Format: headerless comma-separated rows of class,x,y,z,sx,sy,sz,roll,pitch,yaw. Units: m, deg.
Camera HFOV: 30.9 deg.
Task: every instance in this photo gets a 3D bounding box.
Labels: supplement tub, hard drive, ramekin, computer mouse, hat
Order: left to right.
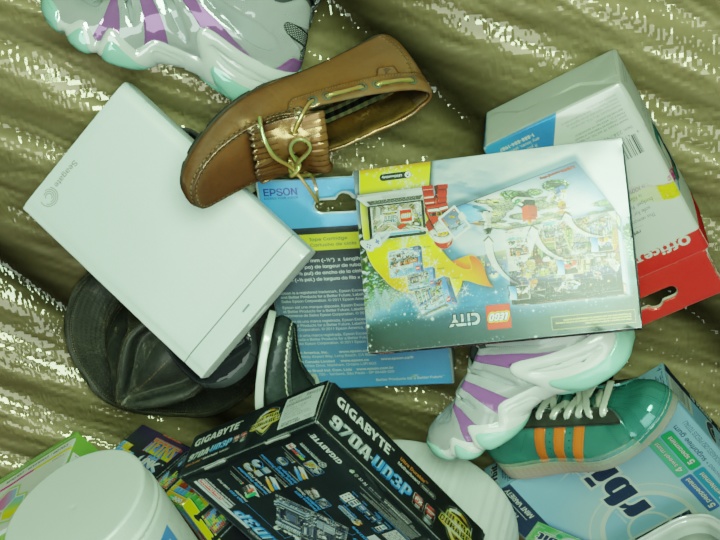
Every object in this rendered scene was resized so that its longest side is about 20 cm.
supplement tub,-0.185,0.261,1.066,0.131,0.132,0.200,-18,123,15
hat,-0.169,0.073,1.121,0.200,0.081,0.201,2,122,4
hard drive,-0.151,-0.032,1.018,0.200,0.027,0.132,42,97,9
computer mouse,-0.126,-0.015,1.050,0.140,0.046,0.200,-39,83,9
ramekin,0.046,0.246,1.170,0.200,0.098,0.201,13,131,15

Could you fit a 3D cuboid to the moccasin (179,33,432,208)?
moccasin,-0.039,-0.100,0.959,0.201,0.078,0.074,-26,149,-20

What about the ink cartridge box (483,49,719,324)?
ink cartridge box,0.193,-0.055,1.018,0.116,0.067,0.200,-24,116,20

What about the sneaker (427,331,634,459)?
sneaker,0.100,0.054,1.029,0.200,0.078,0.140,-37,100,25

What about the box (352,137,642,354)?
box,0.099,-0.015,0.951,0.199,0.038,0.137,-6,85,12

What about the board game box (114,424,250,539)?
board game box,-0.129,0.244,1.179,0.057,0.165,0.200,-41,118,-22

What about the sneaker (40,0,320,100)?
sneaker,-0.124,-0.213,0.956,0.199,0.078,0.140,15,120,-15

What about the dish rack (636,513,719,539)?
dish rack,0.298,0.306,1.202,0.171,0.044,0.200,-36,130,25

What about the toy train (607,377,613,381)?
toy train,0.160,0.035,1.098,0.046,0.034,0.200,-15,120,28

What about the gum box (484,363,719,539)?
gum box,0.241,0.199,1.179,0.200,0.045,0.170,-34,113,24

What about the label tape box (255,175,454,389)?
label tape box,0.000,0.000,1.072,0.143,0.066,0.201,-3,119,8

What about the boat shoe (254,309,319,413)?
boat shoe,-0.054,0.115,1.073,0.060,0.076,0.201,7,134,5

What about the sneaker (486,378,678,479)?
sneaker,0.170,0.123,1.096,0.080,0.072,0.200,44,139,-20

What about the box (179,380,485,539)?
box,-0.022,0.188,1.043,0.159,0.046,0.200,-26,119,36

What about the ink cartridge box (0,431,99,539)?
ink cartridge box,-0.306,0.261,1.176,0.148,0.200,0.076,-32,113,21
